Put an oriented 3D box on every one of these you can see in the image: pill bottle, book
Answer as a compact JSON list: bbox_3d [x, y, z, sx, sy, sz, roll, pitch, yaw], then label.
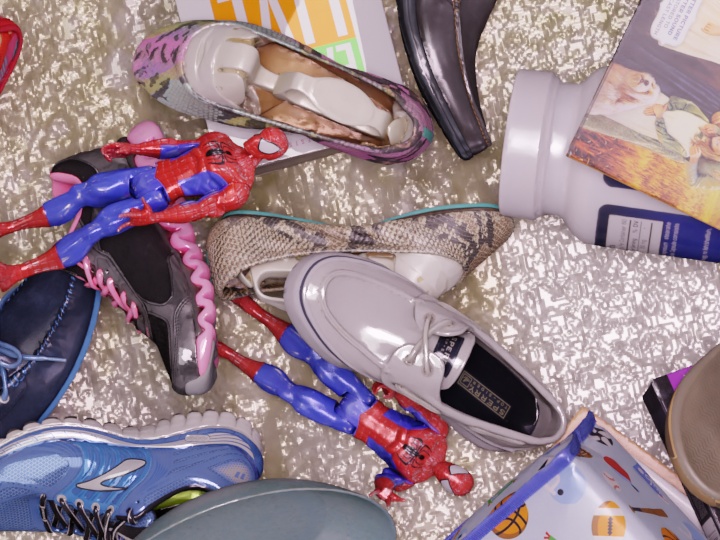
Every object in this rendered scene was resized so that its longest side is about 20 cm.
[{"bbox_3d":[0.191,-0.067,1.524,0.200,0.116,0.116,8,88,6],"label":"pill bottle"},{"bbox_3d":[-0.052,-0.172,1.595,0.133,0.048,0.200,-15,84,1],"label":"book"}]

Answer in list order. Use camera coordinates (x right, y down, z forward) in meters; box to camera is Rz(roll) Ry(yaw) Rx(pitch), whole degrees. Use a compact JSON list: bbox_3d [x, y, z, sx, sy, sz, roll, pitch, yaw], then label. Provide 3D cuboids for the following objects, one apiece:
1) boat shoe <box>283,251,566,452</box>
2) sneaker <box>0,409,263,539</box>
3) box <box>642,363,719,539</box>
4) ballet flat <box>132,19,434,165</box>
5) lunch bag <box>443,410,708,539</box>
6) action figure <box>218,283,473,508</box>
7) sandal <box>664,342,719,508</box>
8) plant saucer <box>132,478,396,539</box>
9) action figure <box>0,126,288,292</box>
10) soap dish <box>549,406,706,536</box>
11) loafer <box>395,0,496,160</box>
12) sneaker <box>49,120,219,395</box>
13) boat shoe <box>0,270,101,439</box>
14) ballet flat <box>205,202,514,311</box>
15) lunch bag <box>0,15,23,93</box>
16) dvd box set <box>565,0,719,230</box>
[{"bbox_3d":[0.044,0.053,1.499,0.200,0.066,0.072,39,72,-21],"label":"boat shoe"},{"bbox_3d":[-0.161,0.146,1.551,0.200,0.079,0.089,-8,49,1],"label":"sneaker"},{"bbox_3d":[0.293,0.104,1.502,0.200,0.036,0.143,-19,72,-13],"label":"box"},{"bbox_3d":[-0.049,-0.117,1.532,0.200,0.071,0.069,18,84,3],"label":"ballet flat"},{"bbox_3d":[0.114,0.212,1.433,0.170,0.124,0.200,46,107,5],"label":"lunch bag"},{"bbox_3d":[-0.013,0.086,1.552,0.200,0.099,0.065,33,92,4],"label":"action figure"},{"bbox_3d":[0.257,0.057,1.468,0.080,0.054,0.200,43,69,10],"label":"sandal"},{"bbox_3d":[-0.077,0.179,1.519,0.201,0.201,0.039,-25,56,5],"label":"plant saucer"},{"bbox_3d":[-0.139,-0.048,1.514,0.200,0.052,0.065,-20,55,-5],"label":"action figure"},{"bbox_3d":[0.146,0.211,1.534,0.157,0.081,0.200,36,92,7],"label":"soap dish"},{"bbox_3d":[0.057,-0.172,1.568,0.072,0.073,0.200,-17,87,1],"label":"loafer"},{"bbox_3d":[-0.147,-0.001,1.549,0.095,0.079,0.200,-13,58,-12],"label":"sneaker"},{"bbox_3d":[-0.238,0.073,1.575,0.084,0.069,0.200,26,88,48],"label":"boat shoe"},{"bbox_3d":[0.000,0.000,1.558,0.200,0.068,0.075,-1,60,1],"label":"ballet flat"},{"bbox_3d":[-0.302,-0.089,1.555,0.082,0.176,0.200,35,112,15],"label":"lunch bag"},{"bbox_3d":[0.242,-0.090,1.439,0.200,0.029,0.146,27,103,3],"label":"dvd box set"}]
